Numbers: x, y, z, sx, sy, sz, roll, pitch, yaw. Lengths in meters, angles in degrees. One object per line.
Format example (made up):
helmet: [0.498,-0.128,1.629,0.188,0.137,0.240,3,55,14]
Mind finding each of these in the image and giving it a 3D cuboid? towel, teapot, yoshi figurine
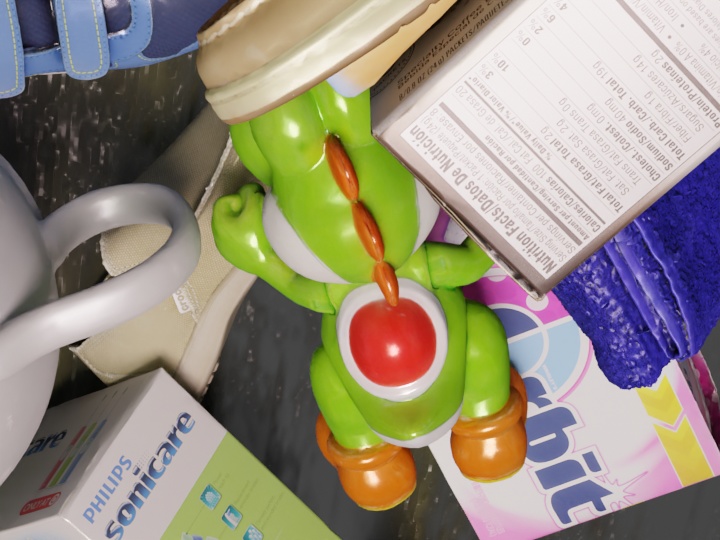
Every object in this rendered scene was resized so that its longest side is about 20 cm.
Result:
towel: [0.101,-0.073,0.746,0.049,0.148,0.201,1,130,49]
teapot: [-0.190,0.001,0.783,0.199,0.146,0.198,38,132,-2]
yoshi figurine: [0.003,-0.011,0.753,0.111,0.112,0.201,18,141,36]

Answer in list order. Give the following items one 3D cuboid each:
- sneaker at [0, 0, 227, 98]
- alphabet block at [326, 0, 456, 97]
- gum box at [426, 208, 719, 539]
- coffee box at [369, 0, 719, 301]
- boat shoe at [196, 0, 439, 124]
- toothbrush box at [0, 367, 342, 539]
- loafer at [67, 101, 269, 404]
sneaker: [-0.137,-0.104,0.780,0.198,0.082,0.075,-4,117,6]
alphabet block: [-0.010,-0.209,0.619,0.200,0.196,0.196,-43,113,7]
gum box: [0.065,0.010,0.835,0.113,0.066,0.201,-21,115,17]
coffee box: [0.098,-0.101,0.609,0.200,0.113,0.080,-41,110,18]
boat shoe: [0.022,-0.123,0.520,0.200,0.073,0.063,-46,105,-4]
toothbrush box: [-0.077,0.151,0.883,0.200,0.086,0.145,47,144,-18]
loafer: [-0.073,-0.019,0.825,0.068,0.076,0.201,17,120,-12]
